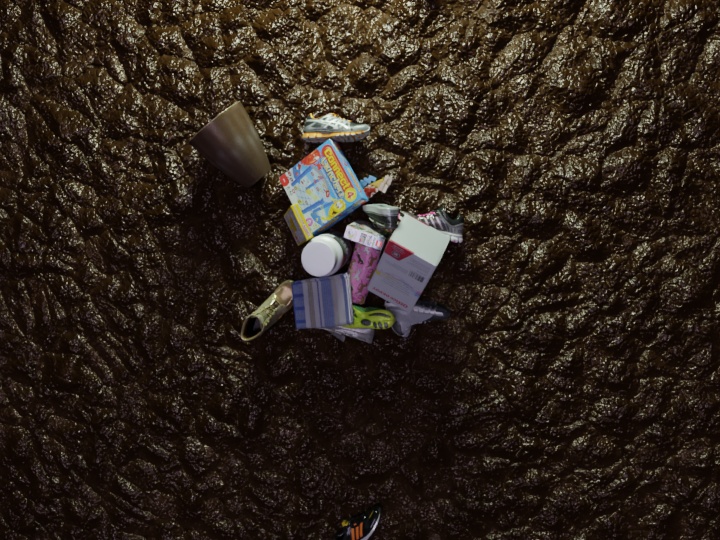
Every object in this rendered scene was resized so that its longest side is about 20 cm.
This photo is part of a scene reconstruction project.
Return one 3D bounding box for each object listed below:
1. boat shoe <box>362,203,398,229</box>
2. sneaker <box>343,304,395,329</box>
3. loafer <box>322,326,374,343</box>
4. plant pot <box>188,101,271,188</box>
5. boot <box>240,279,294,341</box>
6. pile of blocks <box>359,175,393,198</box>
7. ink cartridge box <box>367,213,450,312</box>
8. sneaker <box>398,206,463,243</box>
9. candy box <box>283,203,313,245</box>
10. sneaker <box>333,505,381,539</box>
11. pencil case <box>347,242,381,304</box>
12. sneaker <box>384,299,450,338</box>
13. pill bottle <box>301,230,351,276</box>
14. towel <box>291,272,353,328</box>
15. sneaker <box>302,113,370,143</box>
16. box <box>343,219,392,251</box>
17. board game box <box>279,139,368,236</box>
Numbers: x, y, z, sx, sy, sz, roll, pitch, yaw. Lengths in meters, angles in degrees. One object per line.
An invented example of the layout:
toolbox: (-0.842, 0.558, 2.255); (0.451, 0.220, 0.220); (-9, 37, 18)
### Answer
boat shoe: (0.052, -0.149, 1.507); (0.070, 0.200, 0.065); (-4, 102, -14)
sneaker: (0.010, 0.139, 1.593); (0.198, 0.083, 0.075); (9, 86, 22)
loafer: (-0.056, 0.182, 1.645); (0.197, 0.070, 0.071); (6, 92, 8)
plant pot: (-0.354, -0.345, 1.563); (0.186, 0.187, 0.201); (-35, 107, 13)
boot: (-0.272, 0.120, 1.626); (0.073, 0.155, 0.200); (44, 101, 1)
pile of blocks: (-0.001, -0.229, 1.568); (0.198, 0.062, 0.083); (-27, 94, 13)
ink cartridge box: (0.131, -0.018, 1.503); (0.144, 0.145, 0.201); (29, 132, 4)
sneaker: (0.206, -0.146, 1.544); (0.197, 0.074, 0.089); (17, 99, 4)
candy box: (-0.179, -0.128, 1.551); (0.026, 0.200, 0.103); (-29, 95, -13)
sneaker: (-0.013, 0.826, 1.748); (0.090, 0.070, 0.201); (34, 105, -1)
pencil case: (0.000, 0.000, 1.597); (0.082, 0.087, 0.202); (14, 102, -17)
sneaker: (0.165, 0.149, 1.607); (0.197, 0.075, 0.117); (9, 106, 18)
pill bottle: (-0.096, -0.047, 1.544); (0.112, 0.200, 0.116); (2, 101, 9)
towel: (-0.111, 0.092, 1.587); (0.198, 0.024, 0.149); (-9, 86, 27)
sneaker: (-0.069, -0.409, 1.544); (0.197, 0.078, 0.078); (1, 87, 6)
box: (0.024, -0.102, 1.514); (0.109, 0.200, 0.035); (20, 103, 6)
board game box: (-0.107, -0.234, 1.553); (0.195, 0.056, 0.202); (-33, 78, 20)
